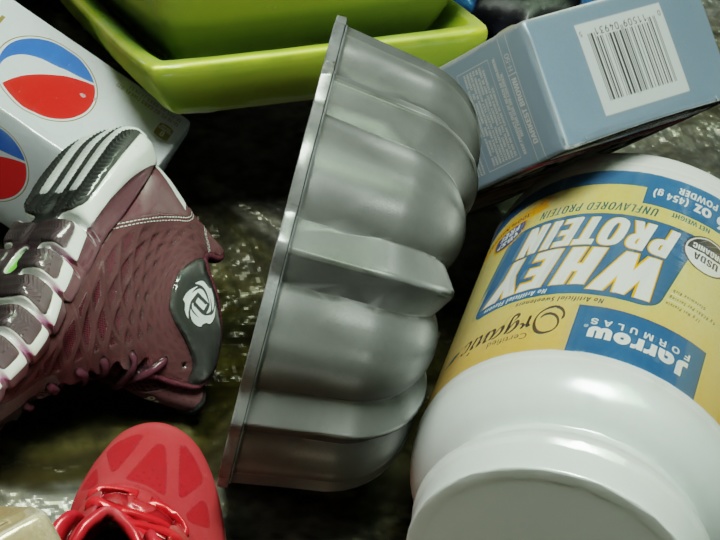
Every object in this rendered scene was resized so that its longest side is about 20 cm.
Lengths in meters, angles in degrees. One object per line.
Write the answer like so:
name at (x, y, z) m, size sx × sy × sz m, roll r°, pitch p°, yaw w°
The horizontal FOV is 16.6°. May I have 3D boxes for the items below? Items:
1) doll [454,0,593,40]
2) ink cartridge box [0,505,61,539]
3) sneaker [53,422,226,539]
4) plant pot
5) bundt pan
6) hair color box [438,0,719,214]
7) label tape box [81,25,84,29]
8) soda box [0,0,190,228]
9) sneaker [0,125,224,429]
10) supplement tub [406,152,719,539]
doll at (0.100, -0.165, 1.352) m, size 0.135 × 0.049 × 0.201 m, roll 14°, pitch 42°, yaw 0°
ink cartridge box at (-0.127, 0.159, 0.762) m, size 0.075 × 0.200 × 0.166 m, roll -26°, pitch 98°, yaw -27°
sneaker at (-0.084, 0.111, 0.953) m, size 0.078 × 0.116 × 0.201 m, roll 10°, pitch 42°, yaw -5°
plant pot at (-0.049, -0.185, 1.155) m, size 0.197 × 0.183 × 0.200 m, roll -9°, pitch 26°, yaw -21°
bundt pan at (0.000, 0.000, 1.031) m, size 0.075 × 0.203 × 0.203 m, roll 14°, pitch 42°, yaw -1°
hair color box at (0.068, -0.069, 1.131) m, size 0.098 × 0.200 × 0.061 m, roll -18°, pitch 87°, yaw -31°
label tape box at (-0.129, -0.196, 1.307) m, size 0.198 × 0.066 × 0.144 m, roll -8°, pitch 48°, yaw -21°
soda box at (-0.183, -0.087, 1.137) m, size 0.199 × 0.064 × 0.068 m, roll 34°, pitch 43°, yaw -3°
sneaker at (-0.120, 0.045, 1.051) m, size 0.075 × 0.116 × 0.201 m, roll 4°, pitch 54°, yaw 55°
supplement tub at (0.103, 0.062, 1.039) m, size 0.144 × 0.145 × 0.201 m, roll 19°, pitch 42°, yaw 4°
